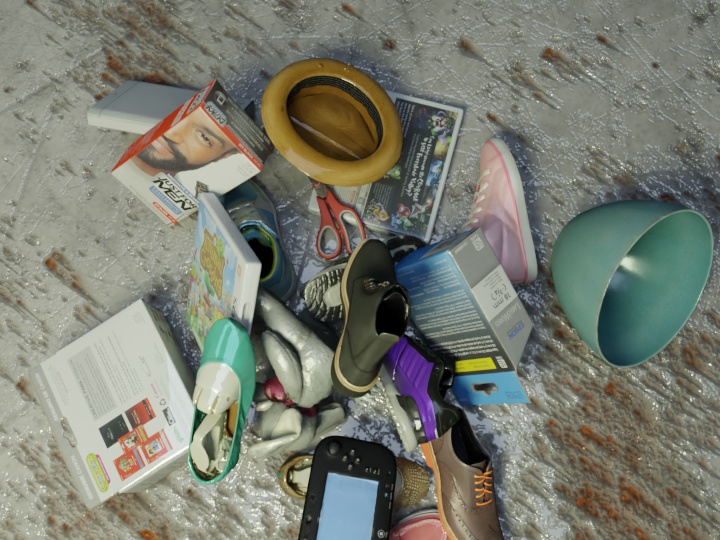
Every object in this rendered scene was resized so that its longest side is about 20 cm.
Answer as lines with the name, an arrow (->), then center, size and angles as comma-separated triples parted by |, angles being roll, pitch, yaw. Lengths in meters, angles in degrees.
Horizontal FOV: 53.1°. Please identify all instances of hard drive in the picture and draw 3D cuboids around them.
hard drive -> -0.263, -0.224, 1.017 | 0.194, 0.027, 0.133 | 11, 34, 6

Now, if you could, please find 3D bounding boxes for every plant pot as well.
plant pot -> 0.316, -0.003, 0.894 | 0.200, 0.201, 0.134 | -43, 40, -7

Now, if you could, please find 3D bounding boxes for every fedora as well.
fedora -> -0.041, -0.186, 0.969 | 0.195, 0.082, 0.206 | 5, 66, -12

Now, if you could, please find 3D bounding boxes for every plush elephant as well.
plush elephant -> -0.082, 0.145, 0.885 | 0.199, 0.164, 0.156 | 42, 96, 25

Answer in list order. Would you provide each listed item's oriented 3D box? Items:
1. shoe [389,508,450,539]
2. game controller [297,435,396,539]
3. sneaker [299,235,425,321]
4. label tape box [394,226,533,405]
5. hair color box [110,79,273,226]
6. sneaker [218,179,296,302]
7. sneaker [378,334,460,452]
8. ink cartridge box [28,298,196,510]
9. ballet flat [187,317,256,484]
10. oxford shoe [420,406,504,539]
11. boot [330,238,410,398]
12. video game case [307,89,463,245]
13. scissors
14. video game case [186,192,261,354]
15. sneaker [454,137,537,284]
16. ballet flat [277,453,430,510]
shoe -> 0.030, 0.357, 0.860 | 0.197, 0.091, 0.072 | -31, 76, -4
game controller -> -0.017, 0.294, 0.821 | 0.101, 0.042, 0.205 | 6, 63, 7
sneaker -> 0.000, 0.000, 0.959 | 0.196, 0.088, 0.079 | -20, 108, -25
label tape box -> 0.134, 0.062, 0.887 | 0.063, 0.143, 0.203 | -34, 98, -29
hair color box -> -0.221, -0.146, 0.938 | 0.197, 0.111, 0.065 | -24, 34, 36
sneaker -> -0.148, -0.060, 0.955 | 0.078, 0.131, 0.203 | -28, 75, -2
sneaker -> 0.069, 0.122, 0.903 | 0.097, 0.070, 0.203 | -21, 52, -1
ink cartridge box -> -0.303, 0.174, 0.933 | 0.173, 0.084, 0.203 | -30, 76, -4
ballet flat -> -0.157, 0.155, 0.796 | 0.066, 0.071, 0.205 | 14, 114, 10
oxford shoe -> 0.132, 0.266, 0.874 | 0.070, 0.072, 0.204 | -13, 73, -33
boot -> 0.027, 0.025, 0.810 | 0.075, 0.139, 0.204 | 13, 56, -13
video game case -> 0.037, -0.155, 1.021 | 0.177, 0.023, 0.205 | 15, 77, 8
scissors -> -0.047, -0.112, 0.994 | 0.071, 0.014, 0.205 | -17, 83, 8
video game case -> -0.173, 0.029, 0.881 | 0.022, 0.200, 0.186 | 0, 117, -28
sneaker -> 0.165, -0.075, 0.963 | 0.102, 0.075, 0.206 | -10, 80, -4
ballet flat -> -0.010, 0.265, 0.899 | 0.194, 0.065, 0.073 | -1, 76, 4
